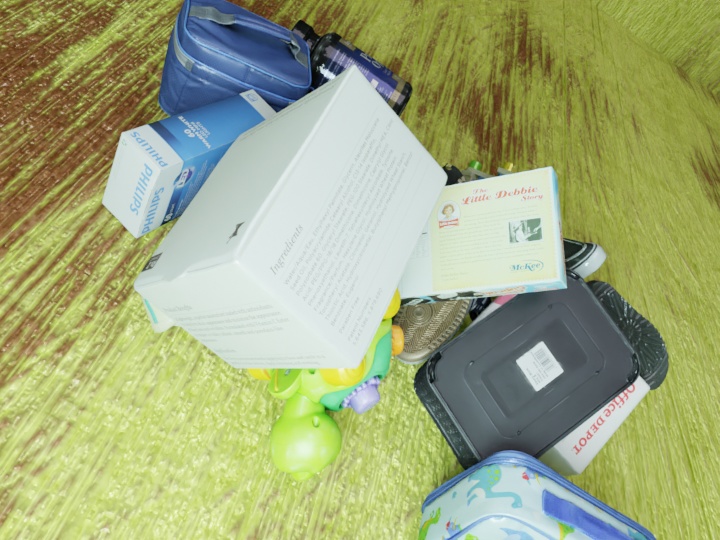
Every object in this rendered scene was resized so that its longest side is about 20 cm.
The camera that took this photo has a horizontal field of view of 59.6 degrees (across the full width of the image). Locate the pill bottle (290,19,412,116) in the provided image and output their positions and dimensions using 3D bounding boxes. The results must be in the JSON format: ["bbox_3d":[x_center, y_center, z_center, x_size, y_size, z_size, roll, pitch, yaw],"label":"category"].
[{"bbox_3d":[-0.028,-0.285,0.955,0.198,0.112,0.113,32,41,-9],"label":"pill bottle"}]

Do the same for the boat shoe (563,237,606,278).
[{"bbox_3d":[0.227,-0.021,0.824,0.073,0.198,0.069,-42,105,-19],"label":"boat shoe"}]

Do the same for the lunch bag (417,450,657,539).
[{"bbox_3d":[0.162,0.257,0.571,0.198,0.161,0.083,30,41,-8],"label":"lunch bag"}]

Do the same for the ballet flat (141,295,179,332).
[{"bbox_3d":[-0.128,0.025,0.649,0.197,0.070,0.070,-10,59,-39],"label":"ballet flat"}]

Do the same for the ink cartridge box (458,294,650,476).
[{"bbox_3d":[0.219,0.121,0.754,0.144,0.085,0.200,-40,81,-18],"label":"ink cartridge box"}]

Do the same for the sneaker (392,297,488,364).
[{"bbox_3d":[0.103,0.043,0.754,0.069,0.109,0.201,27,66,20],"label":"sneaker"}]

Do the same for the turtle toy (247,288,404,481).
[{"bbox_3d":[-0.031,0.097,0.605,0.102,0.144,0.202,53,51,-30],"label":"turtle toy"}]

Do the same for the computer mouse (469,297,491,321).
[{"bbox_3d":[0.141,-0.012,0.861,0.058,0.034,0.203,3,53,-35],"label":"computer mouse"}]

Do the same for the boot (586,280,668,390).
[{"bbox_3d":[0.297,0.072,0.846,0.065,0.200,0.166,-41,101,-11],"label":"boot"}]

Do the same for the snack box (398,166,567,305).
[{"bbox_3d":[0.109,-0.031,0.658,0.037,0.196,0.119,27,59,-60],"label":"snack box"}]

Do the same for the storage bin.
[{"bbox_3d":[0.169,0.109,0.658,0.198,0.094,0.136,-32,78,-12],"label":"storage bin"}]

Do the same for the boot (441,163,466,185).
[{"bbox_3d":[0.059,-0.113,0.793,0.153,0.073,0.206,-34,99,-44],"label":"boot"}]

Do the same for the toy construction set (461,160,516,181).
[{"bbox_3d":[0.203,-0.083,0.926,0.093,0.130,0.201,-51,129,-18],"label":"toy construction set"}]

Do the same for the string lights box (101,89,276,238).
[{"bbox_3d":[-0.181,-0.124,0.702,0.059,0.103,0.200,43,40,6],"label":"string lights box"}]

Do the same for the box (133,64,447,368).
[{"bbox_3d":[-0.062,-0.033,0.543,0.131,0.197,0.202,43,59,-26],"label":"box"}]

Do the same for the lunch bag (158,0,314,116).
[{"bbox_3d":[-0.153,-0.264,0.827,0.196,0.133,0.138,14,46,-25],"label":"lunch bag"}]

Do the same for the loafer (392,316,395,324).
[{"bbox_3d":[0.000,0.000,0.722,0.202,0.068,0.076,55,38,-13],"label":"loafer"}]
